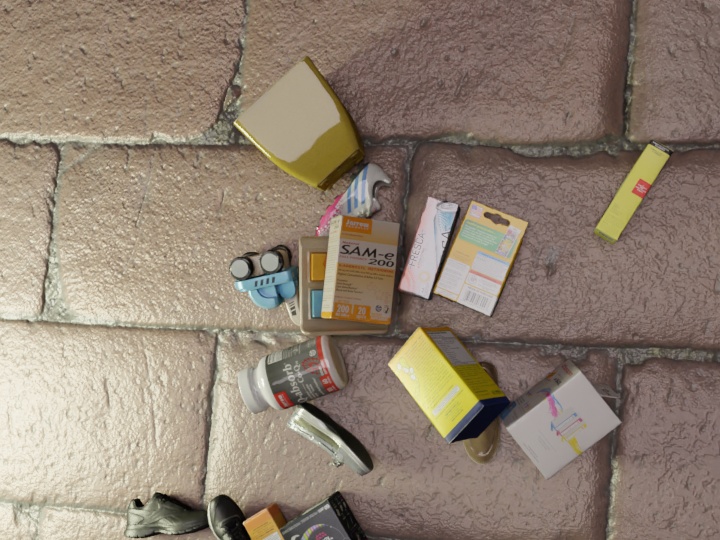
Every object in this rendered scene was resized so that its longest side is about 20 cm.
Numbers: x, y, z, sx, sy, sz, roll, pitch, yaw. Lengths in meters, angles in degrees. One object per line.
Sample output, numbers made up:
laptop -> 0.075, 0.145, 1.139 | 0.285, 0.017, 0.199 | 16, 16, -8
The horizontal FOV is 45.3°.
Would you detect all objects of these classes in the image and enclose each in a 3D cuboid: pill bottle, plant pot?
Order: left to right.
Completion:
pill bottle -> -0.136, 0.213, 1.739 | 0.199, 0.116, 0.116 | -21, 82, 9
plant pot -> -0.101, -0.272, 1.736 | 0.195, 0.194, 0.200 | -40, 85, 5

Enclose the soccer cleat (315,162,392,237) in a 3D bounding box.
soccer cleat -> -0.012, -0.126, 1.763 | 0.086, 0.070, 0.200 | 36, 93, 11

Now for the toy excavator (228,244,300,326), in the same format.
toy excavator -> -0.155, 0.050, 1.777 | 0.194, 0.100, 0.201 | -12, 98, 9

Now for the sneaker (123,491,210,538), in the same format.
sneaker -> -0.399, 0.506, 1.793 | 0.199, 0.076, 0.091 | -6, 75, 6

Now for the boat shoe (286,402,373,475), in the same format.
boat shoe -> -0.060, 0.348, 1.740 | 0.202, 0.074, 0.065 | 37, 99, 15

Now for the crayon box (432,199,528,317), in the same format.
crayon box -> 0.241, -0.023, 1.717 | 0.125, 0.052, 0.201 | 23, 91, 12

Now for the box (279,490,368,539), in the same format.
box -> -0.051, 0.559, 1.703 | 0.122, 0.106, 0.200 | -34, 81, 7

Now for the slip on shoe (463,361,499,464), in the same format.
slip on shoe -> 0.239, 0.280, 1.691 | 0.076, 0.061, 0.201 | 6, 87, 11

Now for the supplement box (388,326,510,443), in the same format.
supplement box -> 0.167, 0.214, 1.644 | 0.110, 0.109, 0.200 | -52, 59, 23

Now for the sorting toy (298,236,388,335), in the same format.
sorting toy -> -0.031, 0.029, 1.735 | 0.184, 0.036, 0.201 | 0, 84, -17

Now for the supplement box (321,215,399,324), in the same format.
supplement box -> 0.000, 0.000, 1.693 | 0.125, 0.073, 0.201 | 6, 86, -18

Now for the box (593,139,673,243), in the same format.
box -> 0.523, -0.150, 1.662 | 0.050, 0.075, 0.200 | 33, 91, 11

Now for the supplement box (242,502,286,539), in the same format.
supplement box -> -0.157, 0.578, 1.742 | 0.069, 0.067, 0.200 | -33, 80, 7

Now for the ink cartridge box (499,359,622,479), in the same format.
ink cartridge box -> 0.382, 0.268, 1.621 | 0.200, 0.129, 0.125 | -39, 91, 5

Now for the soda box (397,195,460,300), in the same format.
soda box -> 0.139, -0.044, 1.732 | 0.068, 0.064, 0.201 | 18, 90, 12

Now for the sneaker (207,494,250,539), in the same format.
sneaker -> -0.242, 0.547, 1.740 | 0.076, 0.087, 0.201 | -20, 87, -30
